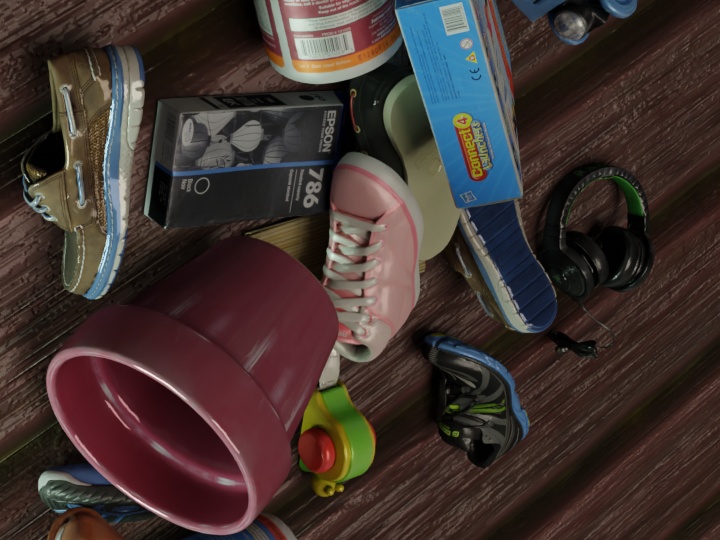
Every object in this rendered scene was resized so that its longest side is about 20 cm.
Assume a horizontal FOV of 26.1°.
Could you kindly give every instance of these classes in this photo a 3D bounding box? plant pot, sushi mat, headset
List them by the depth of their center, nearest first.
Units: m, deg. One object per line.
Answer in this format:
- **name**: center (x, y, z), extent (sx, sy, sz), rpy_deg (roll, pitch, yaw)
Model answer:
- **plant pot**: center (-0.115, 0.077, 1.220), extent (0.179, 0.200, 0.200), rpy_deg (-51, 140, -36)
- **sushi mat**: center (-0.019, -0.015, 1.372), extent (0.200, 0.012, 0.096), rpy_deg (-18, 127, -33)
- **headset**: center (0.229, -0.009, 1.572), extent (0.123, 0.094, 0.200), rpy_deg (-8, 104, -34)

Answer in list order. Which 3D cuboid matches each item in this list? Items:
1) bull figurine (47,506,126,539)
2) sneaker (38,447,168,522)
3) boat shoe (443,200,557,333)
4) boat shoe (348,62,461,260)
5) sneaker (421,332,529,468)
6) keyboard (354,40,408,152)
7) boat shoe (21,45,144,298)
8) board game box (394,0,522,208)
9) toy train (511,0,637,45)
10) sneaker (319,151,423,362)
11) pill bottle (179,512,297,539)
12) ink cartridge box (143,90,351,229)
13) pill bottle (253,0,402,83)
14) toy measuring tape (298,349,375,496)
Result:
- **bull figurine**: center (-0.185, 0.283, 1.253), extent (0.200, 0.065, 0.121), rpy_deg (42, 70, -3)
- **sneaker**: center (-0.176, 0.167, 1.311), extent (0.200, 0.076, 0.077), rpy_deg (0, 70, -29)
- **boat shoe**: center (0.108, -0.030, 1.426), extent (0.072, 0.072, 0.200), rpy_deg (-32, 106, -34)
- **boat shoe**: center (0.039, -0.094, 1.323), extent (0.074, 0.063, 0.202), rpy_deg (-40, 138, -22)
- **sneaker**: center (0.109, 0.132, 1.530), extent (0.083, 0.071, 0.200), rpy_deg (-49, 140, -16)
- **keyboard**: center (0.019, -0.167, 1.313), extent (0.056, 0.011, 0.200), rpy_deg (-26, 129, -40)
- **boat shoe**: center (-0.208, -0.071, 1.129), extent (0.072, 0.072, 0.200), rpy_deg (0, 118, -23)
- **board game box**: center (0.077, -0.188, 1.231), extent (0.056, 0.196, 0.200), rpy_deg (-11, 131, 11)
- **toy train**: center (0.194, -0.281, 1.317), extent (0.114, 0.087, 0.200), rpy_deg (44, 53, -17)
- **sneaker**: center (0.000, 0.000, 1.305), extent (0.105, 0.075, 0.200), rpy_deg (-55, 153, -32)
- **pill bottle**: center (-0.152, 0.293, 1.365), extent (0.200, 0.112, 0.112), rpy_deg (-14, 122, -36)
- **ink cartridge box**: center (-0.077, -0.092, 1.258), extent (0.200, 0.039, 0.100), rpy_deg (-10, 119, -38)
- **pill bottle**: center (-0.036, -0.249, 1.150), extent (0.109, 0.110, 0.200), rpy_deg (-32, 132, -24)
- **toy measuring tape**: center (-0.014, 0.127, 1.414), extent (0.073, 0.074, 0.200), rpy_deg (-11, 123, -37)
